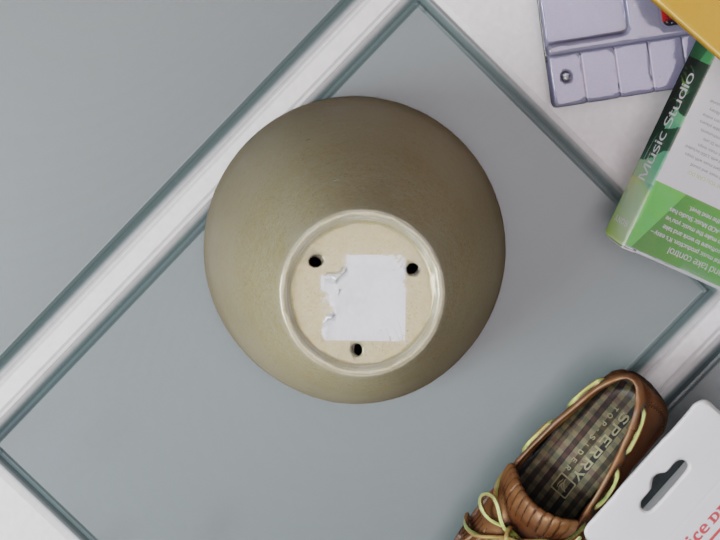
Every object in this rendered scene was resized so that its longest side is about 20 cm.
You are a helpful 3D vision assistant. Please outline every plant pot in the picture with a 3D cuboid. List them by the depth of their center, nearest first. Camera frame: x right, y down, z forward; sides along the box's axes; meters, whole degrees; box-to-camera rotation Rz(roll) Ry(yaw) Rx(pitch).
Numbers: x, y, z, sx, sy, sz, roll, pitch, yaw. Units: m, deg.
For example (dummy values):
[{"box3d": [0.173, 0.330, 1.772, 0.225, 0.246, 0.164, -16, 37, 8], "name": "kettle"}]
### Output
[{"box3d": [0.000, 0.000, 1.637, 0.186, 0.200, 0.189, 0, 97, -2], "name": "plant pot"}]

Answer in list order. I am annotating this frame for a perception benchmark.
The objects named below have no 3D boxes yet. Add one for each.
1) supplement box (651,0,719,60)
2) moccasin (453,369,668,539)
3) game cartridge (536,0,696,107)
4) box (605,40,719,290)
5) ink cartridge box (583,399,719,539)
[{"box3d": [0.172, -0.194, 1.630, 0.200, 0.069, 0.067, 43, 96, 11], "name": "supplement box"}, {"box3d": [0.110, 0.145, 1.711, 0.201, 0.078, 0.074, -46, 71, 4], "name": "moccasin"}, {"box3d": [0.164, -0.207, 1.700, 0.129, 0.038, 0.201, -8, 97, 4], "name": "game cartridge"}, {"box3d": [0.252, -0.081, 1.699, 0.144, 0.036, 0.201, 23, 95, -20], "name": "box"}, {"box3d": [0.236, 0.171, 1.721, 0.200, 0.067, 0.116, 41, 95, -12], "name": "ink cartridge box"}]
